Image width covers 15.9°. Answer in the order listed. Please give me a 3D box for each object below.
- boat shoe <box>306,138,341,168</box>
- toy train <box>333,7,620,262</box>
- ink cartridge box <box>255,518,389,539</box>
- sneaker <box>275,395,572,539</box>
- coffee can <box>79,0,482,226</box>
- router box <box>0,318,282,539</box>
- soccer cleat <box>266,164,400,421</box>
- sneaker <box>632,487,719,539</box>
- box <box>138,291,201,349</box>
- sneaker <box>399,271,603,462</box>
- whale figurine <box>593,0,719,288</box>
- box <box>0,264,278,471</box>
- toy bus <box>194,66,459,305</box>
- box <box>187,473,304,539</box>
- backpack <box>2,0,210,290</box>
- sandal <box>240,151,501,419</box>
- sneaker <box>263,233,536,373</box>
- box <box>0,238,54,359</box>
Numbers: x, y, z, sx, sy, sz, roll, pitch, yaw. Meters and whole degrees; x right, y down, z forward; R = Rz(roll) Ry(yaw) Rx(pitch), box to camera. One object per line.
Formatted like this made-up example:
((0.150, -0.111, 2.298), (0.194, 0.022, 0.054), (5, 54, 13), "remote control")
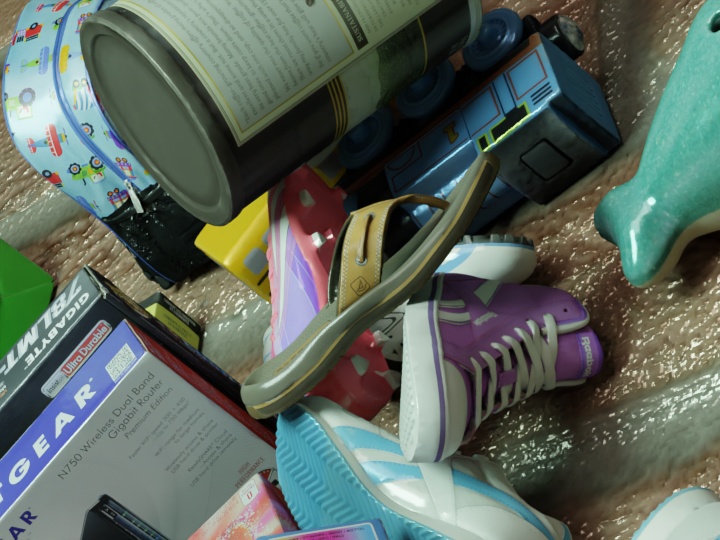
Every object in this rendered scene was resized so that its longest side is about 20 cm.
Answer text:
((-0.029, -0.155, 1.684), (0.075, 0.062, 0.201), (-13, 49, 40), "boat shoe")
((0.066, -0.078, 1.623), (0.200, 0.087, 0.115), (-37, 41, 20), "toy train")
((0.003, 0.243, 1.322), (0.076, 0.137, 0.200), (-11, 35, -11), "ink cartridge box")
((0.029, 0.130, 1.429), (0.200, 0.080, 0.077), (35, 130, 36), "sneaker")
((-0.047, -0.143, 1.548), (0.200, 0.147, 0.146), (-37, 29, -18), "coffee can")
((-0.138, 0.159, 1.545), (0.200, 0.179, 0.049), (-49, 32, 3), "router box")
((-0.032, 0.017, 1.547), (0.076, 0.067, 0.201), (-38, 47, 24), "soccer cleat")
((0.141, 0.202, 1.251), (0.081, 0.076, 0.201), (21, 77, 54), "sneaker")
((-0.157, 0.114, 1.731), (0.075, 0.050, 0.201), (-28, 39, 31), "box")
((0.079, 0.049, 1.434), (0.113, 0.073, 0.201), (5, 23, 4), "sneaker")
((0.203, -0.085, 1.443), (0.200, 0.104, 0.159), (-42, 34, 13), "whale figurine")
((-0.159, 0.129, 1.581), (0.200, 0.198, 0.050), (-48, 34, 2), "box")
((-0.017, -0.070, 1.716), (0.200, 0.078, 0.065), (-53, 33, -3), "toy bus")
((-0.086, 0.233, 1.487), (0.200, 0.095, 0.103), (-44, 34, 11), "box")
((-0.148, -0.117, 1.806), (0.134, 0.200, 0.184), (-24, 40, 37), "backpack")
((0.000, 0.000, 1.446), (0.200, 0.055, 0.082), (-43, 5, 4), "sandal")
((0.027, 0.035, 1.583), (0.199, 0.072, 0.073), (-27, 66, 27), "sneaker")
((-0.337, 0.088, 1.934), (0.176, 0.097, 0.201), (-20, 45, 35), "box")
